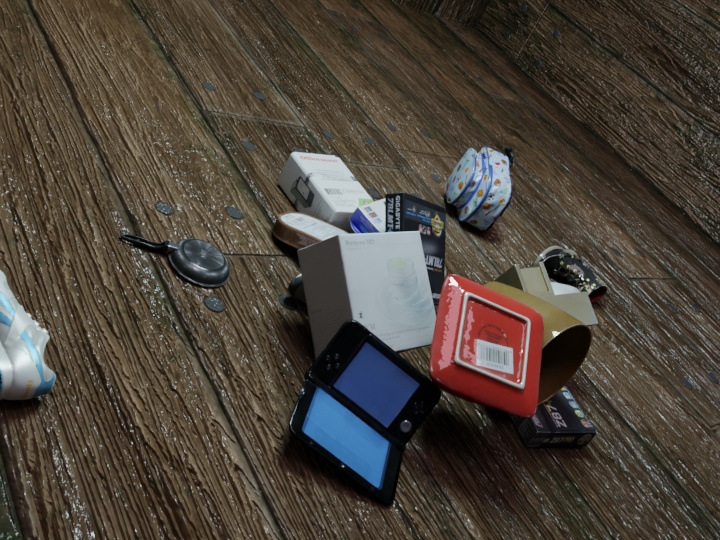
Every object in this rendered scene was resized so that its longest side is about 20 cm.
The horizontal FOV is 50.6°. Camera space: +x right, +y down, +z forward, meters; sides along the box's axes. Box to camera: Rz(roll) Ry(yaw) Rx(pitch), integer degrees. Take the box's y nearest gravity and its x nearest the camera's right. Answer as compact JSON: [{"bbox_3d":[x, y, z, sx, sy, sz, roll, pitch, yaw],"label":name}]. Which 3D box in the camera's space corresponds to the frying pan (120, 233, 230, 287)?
[{"bbox_3d":[-0.306,-0.038,1.317,0.188,0.031,0.115,35,29,-1],"label":"frying pan"}]

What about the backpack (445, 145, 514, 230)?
[{"bbox_3d":[0.313,-0.211,1.982,0.151,0.202,0.193,13,41,-19],"label":"backpack"}]

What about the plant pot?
[{"bbox_3d":[0.292,0.117,1.412,0.184,0.189,0.200,1,33,-41],"label":"plant pot"}]

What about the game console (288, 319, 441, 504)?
[{"bbox_3d":[0.014,0.206,1.131,0.199,0.177,0.116,39,0,-13],"label":"game console"}]

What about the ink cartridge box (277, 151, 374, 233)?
[{"bbox_3d":[-0.067,-0.159,1.651,0.144,0.085,0.201,-2,44,-44],"label":"ink cartridge box"}]

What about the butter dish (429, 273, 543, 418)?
[{"bbox_3d":[0.188,0.143,1.269,0.197,0.148,0.203,22,57,-13],"label":"butter dish"}]

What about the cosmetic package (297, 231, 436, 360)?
[{"bbox_3d":[0.016,0.045,1.296,0.197,0.122,0.204,-5,80,-43],"label":"cosmetic package"}]

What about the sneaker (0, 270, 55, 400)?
[{"bbox_3d":[-0.450,0.081,0.973,0.080,0.077,0.202,9,42,-47],"label":"sneaker"}]

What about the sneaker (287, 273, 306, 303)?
[{"bbox_3d":[-0.038,0.055,1.380,0.197,0.074,0.080,19,37,-22],"label":"sneaker"}]

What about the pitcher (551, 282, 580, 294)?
[{"bbox_3d":[0.416,0.077,1.736,0.168,0.124,0.199,17,16,18],"label":"pitcher"}]

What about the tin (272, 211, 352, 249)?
[{"bbox_3d":[-0.080,-0.063,1.500,0.197,0.043,0.112,24,27,16],"label":"tin"}]

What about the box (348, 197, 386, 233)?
[{"bbox_3d":[0.061,-0.089,1.562,0.119,0.042,0.199,48,30,11],"label":"box"}]

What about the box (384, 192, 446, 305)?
[{"bbox_3d":[0.110,-0.037,1.497,0.049,0.203,0.199,-3,-7,30],"label":"box"}]

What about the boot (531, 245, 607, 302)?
[{"bbox_3d":[0.546,0.013,1.975,0.198,0.074,0.151,4,40,-47],"label":"boot"}]

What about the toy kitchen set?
[{"bbox_3d":[0.368,0.109,1.592,0.160,0.181,0.204,-4,67,-29],"label":"toy kitchen set"}]

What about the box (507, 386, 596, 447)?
[{"bbox_3d":[0.340,0.246,1.466,0.158,0.050,0.202,7,38,-30],"label":"box"}]
